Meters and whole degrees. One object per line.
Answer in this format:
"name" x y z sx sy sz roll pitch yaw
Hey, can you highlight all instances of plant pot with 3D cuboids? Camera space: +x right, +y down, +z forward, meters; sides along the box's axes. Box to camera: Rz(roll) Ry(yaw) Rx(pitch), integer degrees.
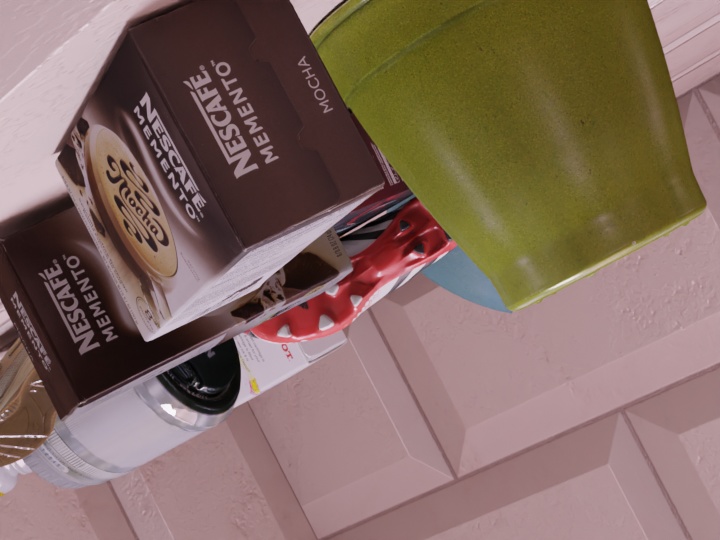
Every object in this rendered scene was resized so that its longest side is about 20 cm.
"plant pot" 0.096 -0.068 1.629 0.134 0.202 0.200 9 179 4
"plant pot" 0.100 -0.089 0.972 0.200 0.194 0.200 -28 177 -1

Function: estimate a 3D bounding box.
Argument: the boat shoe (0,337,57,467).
"boat shoe" -0.312 0.111 1.536 0.072 0.065 0.200 11 135 -37

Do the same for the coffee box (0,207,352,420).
"coffee box" -0.123 -0.001 1.078 0.199 0.114 0.080 -27 177 -22

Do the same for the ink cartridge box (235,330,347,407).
"ink cartridge box" -0.131 0.071 2.032 0.200 0.145 0.084 -31 176 42

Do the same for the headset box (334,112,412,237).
"headset box" -0.052 -0.054 1.297 0.148 0.075 0.200 -29 177 40

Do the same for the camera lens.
"camera lens" -0.227 0.105 1.615 0.199 0.161 0.160 -29 177 27

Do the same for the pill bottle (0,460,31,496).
"pill bottle" -0.457 0.218 1.895 0.199 0.115 0.114 -28 177 2

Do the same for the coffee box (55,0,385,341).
"coffee box" -0.077 -0.049 0.830 0.080 0.114 0.200 -26 176 -24

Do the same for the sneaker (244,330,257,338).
"sneaker" -0.139 0.006 1.478 0.080 0.095 0.200 -64 155 -9

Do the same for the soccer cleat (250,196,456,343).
"soccer cleat" 0.000 0.000 1.364 0.199 0.069 0.085 -32 174 3
